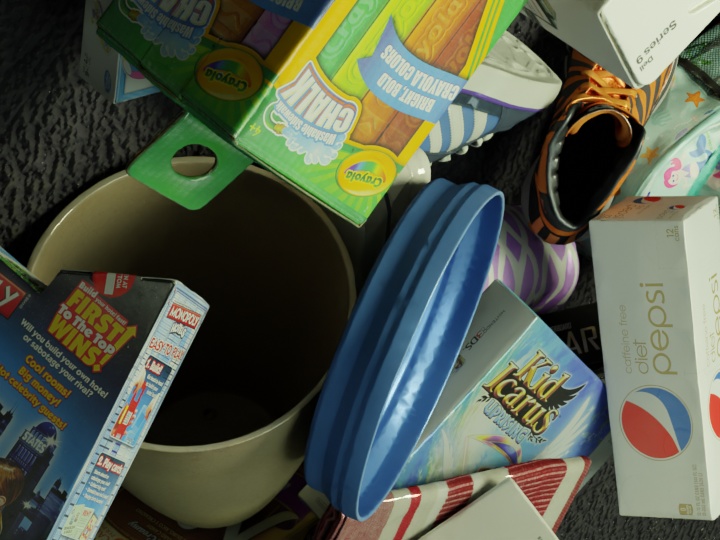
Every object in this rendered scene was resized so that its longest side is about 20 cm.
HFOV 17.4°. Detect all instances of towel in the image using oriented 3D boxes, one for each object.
[{"bbox_3d":[0.041,0.177,1.453,0.199,0.023,0.145,-7,135,-38],"label":"towel"}]

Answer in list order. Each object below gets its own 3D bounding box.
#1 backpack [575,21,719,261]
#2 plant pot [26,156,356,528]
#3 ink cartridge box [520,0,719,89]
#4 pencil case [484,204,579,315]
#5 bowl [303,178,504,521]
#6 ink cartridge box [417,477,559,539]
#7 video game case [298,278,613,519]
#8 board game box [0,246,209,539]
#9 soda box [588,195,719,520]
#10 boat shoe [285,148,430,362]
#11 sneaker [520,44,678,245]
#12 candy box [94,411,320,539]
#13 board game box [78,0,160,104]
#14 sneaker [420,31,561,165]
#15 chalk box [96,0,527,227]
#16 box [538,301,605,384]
[{"bbox_3d":[0.238,-0.068,1.638,0.199,0.151,0.178,-28,145,-21],"label":"backpack"},{"bbox_3d":[-0.094,0.068,1.372,0.187,0.187,0.200,-37,155,-20],"label":"plant pot"},{"bbox_3d":[0.127,-0.217,1.323,0.146,0.200,0.084,-47,144,-6],"label":"ink cartridge box"},{"bbox_3d":[0.059,0.000,1.546,0.199,0.084,0.085,-2,146,-47],"label":"pencil case"},{"bbox_3d":[0.023,0.041,1.312,0.201,0.039,0.202,23,90,-80],"label":"bowl"},{"bbox_3d":[0.060,0.261,1.417,0.199,0.145,0.147,-34,146,-7],"label":"ink cartridge box"},{"bbox_3d":[0.075,0.119,1.492,0.181,0.045,0.200,-48,146,0],"label":"video game case"},{"bbox_3d":[-0.186,0.058,1.232,0.200,0.200,0.062,-50,162,-2],"label":"board game box"},{"bbox_3d":[0.197,0.056,1.505,0.064,0.068,0.201,-30,116,-56],"label":"soda box"},{"bbox_3d":[0.000,0.000,1.391,0.065,0.072,0.201,-24,145,-28],"label":"boat shoe"},{"bbox_3d":[0.164,-0.112,1.504,0.112,0.077,0.201,124,-18,-85],"label":"sneaker"},{"bbox_3d":[-0.079,0.151,1.495,0.199,0.117,0.057,-33,142,-25],"label":"candy box"},{"bbox_3d":[-0.071,-0.192,1.188,0.134,0.034,0.201,-19,133,-37],"label":"board game box"},{"bbox_3d":[0.025,-0.084,1.449,0.199,0.081,0.147,-1,132,-54],"label":"sneaker"},{"bbox_3d":[-0.034,-0.113,1.161,0.201,0.124,0.125,-55,143,4],"label":"chalk box"},{"bbox_3d":[0.168,0.066,1.634,0.199,0.044,0.160,-13,161,9],"label":"box"}]
